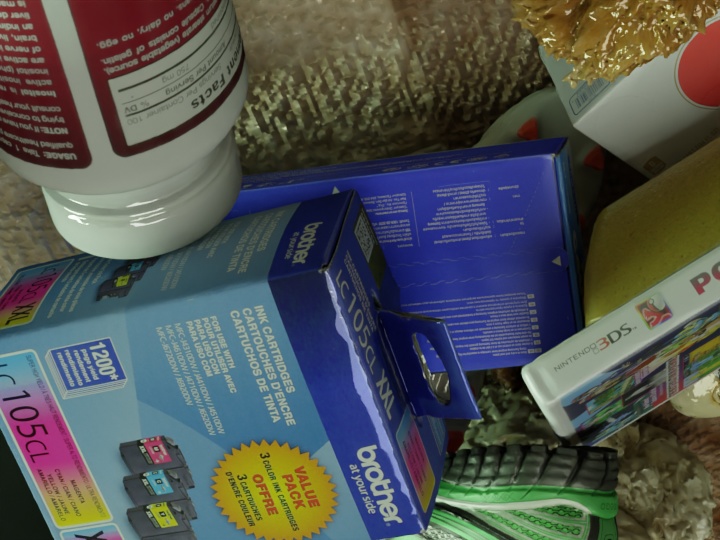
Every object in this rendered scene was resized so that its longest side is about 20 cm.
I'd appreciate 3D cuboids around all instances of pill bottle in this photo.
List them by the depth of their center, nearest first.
[{"bbox_3d":[-0.108,-0.105,0.723,0.113,0.113,0.200,-11,133,0],"label":"pill bottle"}]

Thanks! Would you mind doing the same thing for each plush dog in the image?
[{"bbox_3d":[0.098,0.135,0.935,0.200,0.172,0.161,-11,134,-3],"label":"plush dog"}]

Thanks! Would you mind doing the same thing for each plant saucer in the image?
[{"bbox_3d":[0.185,-0.030,0.829,0.200,0.048,0.200,-32,165,5],"label":"plant saucer"}]

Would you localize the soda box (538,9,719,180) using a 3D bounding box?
[{"bbox_3d":[0.173,-0.129,0.782,0.068,0.064,0.200,30,119,-33],"label":"soda box"}]

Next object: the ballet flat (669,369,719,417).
[{"bbox_3d":[0.250,0.024,0.941,0.200,0.057,0.066,-28,130,10],"label":"ballet flat"}]

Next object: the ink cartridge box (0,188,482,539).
[{"bbox_3d":[-0.048,0.050,0.785,0.200,0.076,0.137,-13,116,17],"label":"ink cartridge box"}]

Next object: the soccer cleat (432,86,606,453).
[{"bbox_3d":[0.054,-0.003,0.884,0.069,0.078,0.200,21,105,-16],"label":"soccer cleat"}]

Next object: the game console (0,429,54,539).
[{"bbox_3d":[-0.121,0.099,0.972,0.176,0.116,0.200,-35,137,-20],"label":"game console"}]

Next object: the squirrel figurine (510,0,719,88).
[{"bbox_3d":[0.115,-0.162,0.662,0.141,0.187,0.200,-10,133,-2],"label":"squirrel figurine"}]

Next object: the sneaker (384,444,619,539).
[{"bbox_3d":[0.029,0.129,0.855,0.200,0.085,0.078,-10,166,40],"label":"sneaker"}]

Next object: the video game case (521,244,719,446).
[{"bbox_3d":[0.159,0.017,0.799,0.182,0.023,0.200,-32,166,2],"label":"video game case"}]

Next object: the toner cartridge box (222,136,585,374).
[{"bbox_3d":[0.000,0.000,0.827,0.200,0.043,0.095,-6,103,14],"label":"toner cartridge box"}]
